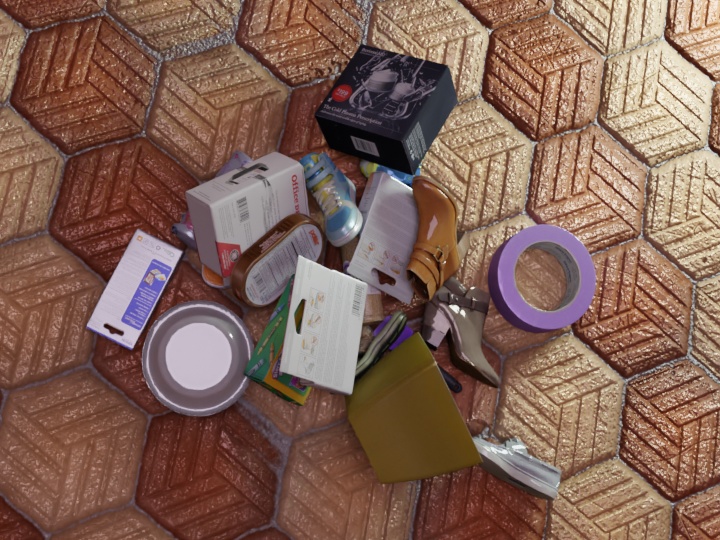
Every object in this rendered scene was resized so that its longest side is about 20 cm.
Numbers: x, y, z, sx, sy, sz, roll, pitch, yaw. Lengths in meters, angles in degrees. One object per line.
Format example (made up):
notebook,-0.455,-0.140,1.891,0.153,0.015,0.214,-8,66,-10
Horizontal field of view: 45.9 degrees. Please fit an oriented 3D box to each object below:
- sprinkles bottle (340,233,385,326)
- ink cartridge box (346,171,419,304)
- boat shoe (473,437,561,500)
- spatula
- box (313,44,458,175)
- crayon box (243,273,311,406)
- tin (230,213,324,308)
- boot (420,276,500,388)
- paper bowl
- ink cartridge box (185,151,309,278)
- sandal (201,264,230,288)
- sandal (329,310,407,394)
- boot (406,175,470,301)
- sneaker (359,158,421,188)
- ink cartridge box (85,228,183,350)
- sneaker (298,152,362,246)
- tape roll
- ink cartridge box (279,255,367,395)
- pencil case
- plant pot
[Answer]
sprinkles bottle,0.000,0.000,1.587,0.067,0.068,0.203,-7,82,-11
ink cartridge box,0.058,-0.060,1.591,0.161,0.050,0.202,27,79,-32
boat shoe,0.284,0.352,1.579,0.199,0.070,0.072,30,66,-7
spatula,0.115,0.162,1.601,0.199,0.021,0.057,40,89,-3
box,0.049,-0.302,1.580,0.198,0.104,0.183,21,68,27
crayon box,-0.112,0.124,1.519,0.119,0.058,0.202,40,70,-44
tin,-0.144,-0.016,1.514,0.042,0.113,0.200,31,64,36
boot,0.207,0.109,1.606,0.199,0.070,0.147,34,70,-7
paper bowl,-0.283,0.154,1.495,0.198,0.104,0.204,2,79,-10
ink cartridge box,-0.195,-0.102,1.503,0.199,0.082,0.148,-30,130,-33
sandal,-0.188,-0.012,1.562,0.203,0.059,0.080,-2,80,-10
sandal,0.007,0.148,1.561,0.057,0.080,0.201,38,76,15
boot,0.122,-0.057,1.557,0.155,0.073,0.201,-51,121,-28
sneaker,0.098,-0.222,1.649,0.199,0.076,0.106,-36,99,-6
ink cartridge box,-0.404,0.034,1.531,0.094,0.037,0.202,26,74,-5
sneaker,-0.064,-0.136,1.530,0.079,0.201,0.131,-34,122,14
tape roll,0.350,0.017,1.645,0.197,0.066,0.203,2,80,-8
ink cartridge box,-0.072,0.096,1.456,0.175,0.044,0.203,24,68,-42
pencil case,-0.257,-0.124,1.559,0.201,0.090,0.083,-52,123,-12
plant pot,0.078,0.254,1.486,0.175,0.200,0.202,-26,100,1
